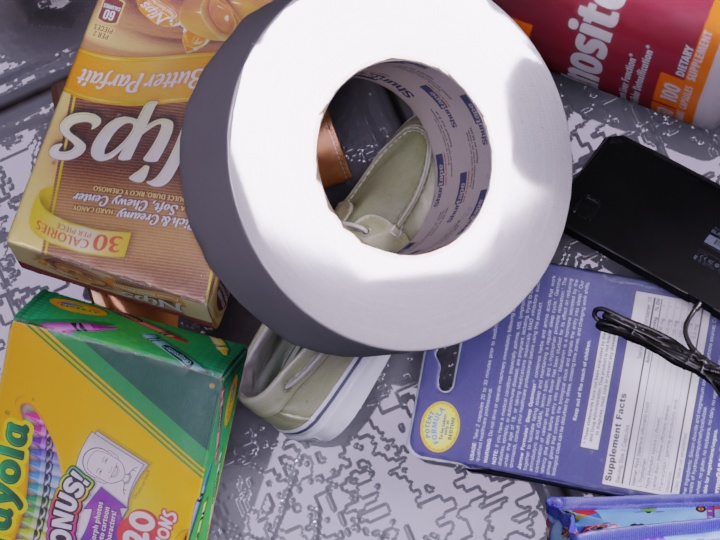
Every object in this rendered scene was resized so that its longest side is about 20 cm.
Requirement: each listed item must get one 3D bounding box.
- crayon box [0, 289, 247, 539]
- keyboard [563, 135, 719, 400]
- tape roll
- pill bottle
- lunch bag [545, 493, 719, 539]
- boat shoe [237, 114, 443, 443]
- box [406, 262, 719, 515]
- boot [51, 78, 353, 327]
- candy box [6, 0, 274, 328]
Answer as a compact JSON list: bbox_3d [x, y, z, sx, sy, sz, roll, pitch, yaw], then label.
[{"bbox_3d":[-0.141,0.122,1.542,0.119,0.058,0.200,15,109,8],"label":"crayon box"},{"bbox_3d":[0.188,0.012,1.544,0.200,0.021,0.127,30,58,18],"label":"keyboard"},{"bbox_3d":[0.009,-0.055,1.493,0.200,0.066,0.201,3,84,-26],"label":"tape roll"},{"bbox_3d":[0.121,-0.161,1.555,0.200,0.113,0.113,21,86,9],"label":"pill bottle"},{"bbox_3d":[0.205,0.195,1.518,0.200,0.094,0.151,-4,98,-5],"label":"lunch bag"},{"bbox_3d":[0.000,0.000,1.562,0.072,0.062,0.200,24,87,43],"label":"boat shoe"},{"bbox_3d":[0.133,0.062,1.568,0.200,0.032,0.121,11,84,5],"label":"box"},{"bbox_3d":[-0.079,-0.033,1.583,0.155,0.074,0.200,-12,85,0],"label":"boot"},{"bbox_3d":[-0.099,-0.082,1.535,0.115,0.055,0.200,17,75,8],"label":"candy box"}]
